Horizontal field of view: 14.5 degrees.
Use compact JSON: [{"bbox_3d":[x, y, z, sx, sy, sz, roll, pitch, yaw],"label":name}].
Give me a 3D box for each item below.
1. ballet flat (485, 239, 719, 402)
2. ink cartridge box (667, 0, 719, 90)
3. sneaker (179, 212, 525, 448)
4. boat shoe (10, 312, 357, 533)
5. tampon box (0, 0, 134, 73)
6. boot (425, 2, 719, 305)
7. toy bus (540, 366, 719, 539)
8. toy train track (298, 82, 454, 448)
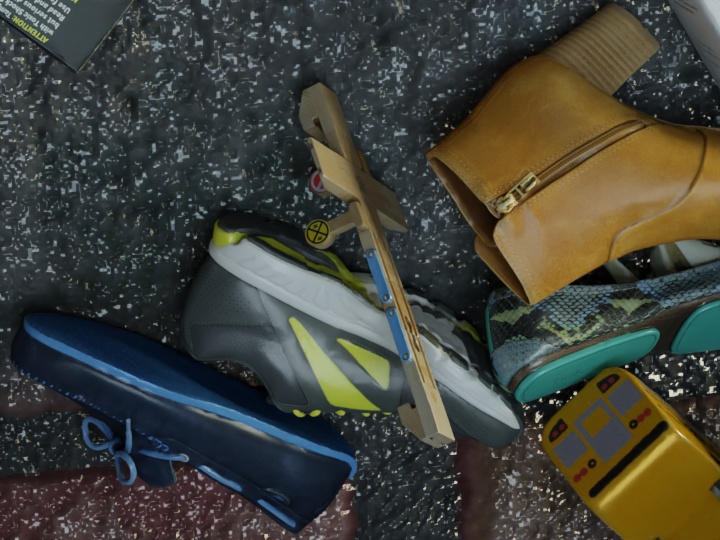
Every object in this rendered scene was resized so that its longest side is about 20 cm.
[{"bbox_3d":[0.155,0.013,1.510,0.200,0.074,0.074,-12,112,-26],"label":"ballet flat"},{"bbox_3d":[0.268,-0.109,1.479,0.146,0.084,0.200,-34,110,0],"label":"ink cartridge box"},{"bbox_3d":[-0.006,0.046,1.502,0.200,0.075,0.085,31,108,-9],"label":"sneaker"},{"bbox_3d":[-0.098,0.088,1.488,0.200,0.084,0.069,26,105,-15],"label":"boat shoe"},{"bbox_3d":[-0.129,-0.223,1.337,0.126,0.150,0.200,36,99,-20],"label":"tampon box"},{"bbox_3d":[0.141,-0.026,1.466,0.144,0.071,0.201,-44,89,-13],"label":"boot"},{"bbox_3d":[0.181,0.130,1.528,0.065,0.078,0.200,-45,138,6],"label":"toy bus"},{"bbox_3d":[0.000,0.000,1.439,0.032,0.115,0.200,-25,68,16],"label":"toy train track"}]
